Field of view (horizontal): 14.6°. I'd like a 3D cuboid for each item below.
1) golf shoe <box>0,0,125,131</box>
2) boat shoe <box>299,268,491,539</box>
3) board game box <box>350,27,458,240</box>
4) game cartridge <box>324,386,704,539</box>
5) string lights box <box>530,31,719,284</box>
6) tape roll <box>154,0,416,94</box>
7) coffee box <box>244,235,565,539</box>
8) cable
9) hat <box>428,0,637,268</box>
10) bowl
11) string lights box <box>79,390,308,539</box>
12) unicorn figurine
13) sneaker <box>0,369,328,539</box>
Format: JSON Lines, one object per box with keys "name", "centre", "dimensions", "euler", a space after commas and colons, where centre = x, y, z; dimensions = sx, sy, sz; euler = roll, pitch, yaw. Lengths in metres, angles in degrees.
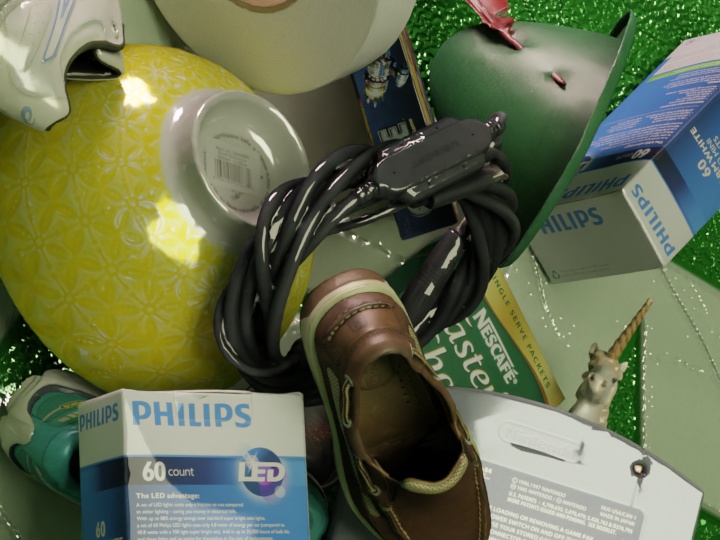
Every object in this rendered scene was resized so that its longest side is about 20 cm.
{"name": "golf shoe", "centre": [-0.157, -0.139, 1.457], "dimensions": [0.097, 0.078, 0.200], "euler": [45, 39, -11]}
{"name": "boat shoe", "centre": [0.024, 0.095, 1.439], "dimensions": [0.074, 0.075, 0.203], "euler": [-32, 130, -4]}
{"name": "board game box", "centre": [0.011, -0.124, 1.589], "dimensions": [0.034, 0.136, 0.201], "euler": [-17, 95, 4]}
{"name": "game cartridge", "centre": [0.085, 0.139, 1.552], "dimensions": [0.199, 0.041, 0.134], "euler": [18, 79, -7]}
{"name": "string lights box", "centre": [0.194, -0.076, 1.739], "dimensions": [0.200, 0.102, 0.059], "euler": [-44, 111, -33]}
{"name": "tape roll", "centre": [-0.051, -0.194, 1.498], "dimensions": [0.037, 0.202, 0.204], "euler": [-27, 101, -41]}
{"name": "coffee box", "centre": [0.023, 0.077, 1.618], "dimensions": [0.200, 0.044, 0.123], "euler": [-37, 107, -36]}
{"name": "cable", "centre": [0.000, 0.000, 1.476], "dimensions": [0.199, 0.164, 0.051], "euler": [-30, 58, -29]}
{"name": "hat", "centre": [0.050, -0.120, 1.637], "dimensions": [0.175, 0.166, 0.200], "euler": [28, 25, -3]}
{"name": "bowl", "centre": [-0.089, -0.039, 1.478], "dimensions": [0.199, 0.107, 0.201], "euler": [20, 57, -35]}
{"name": "string lights box", "centre": [-0.080, 0.163, 1.391], "dimensions": [0.102, 0.059, 0.201], "euler": [3, 78, -29]}
{"name": "unicorn figurine", "centre": [0.132, 0.136, 1.640], "dimensions": [0.137, 0.073, 0.201], "euler": [-35, 115, -54]}
{"name": "sneaker", "centre": [-0.099, 0.118, 1.485], "dimensions": [0.199, 0.080, 0.078], "euler": [21, 96, -31]}
